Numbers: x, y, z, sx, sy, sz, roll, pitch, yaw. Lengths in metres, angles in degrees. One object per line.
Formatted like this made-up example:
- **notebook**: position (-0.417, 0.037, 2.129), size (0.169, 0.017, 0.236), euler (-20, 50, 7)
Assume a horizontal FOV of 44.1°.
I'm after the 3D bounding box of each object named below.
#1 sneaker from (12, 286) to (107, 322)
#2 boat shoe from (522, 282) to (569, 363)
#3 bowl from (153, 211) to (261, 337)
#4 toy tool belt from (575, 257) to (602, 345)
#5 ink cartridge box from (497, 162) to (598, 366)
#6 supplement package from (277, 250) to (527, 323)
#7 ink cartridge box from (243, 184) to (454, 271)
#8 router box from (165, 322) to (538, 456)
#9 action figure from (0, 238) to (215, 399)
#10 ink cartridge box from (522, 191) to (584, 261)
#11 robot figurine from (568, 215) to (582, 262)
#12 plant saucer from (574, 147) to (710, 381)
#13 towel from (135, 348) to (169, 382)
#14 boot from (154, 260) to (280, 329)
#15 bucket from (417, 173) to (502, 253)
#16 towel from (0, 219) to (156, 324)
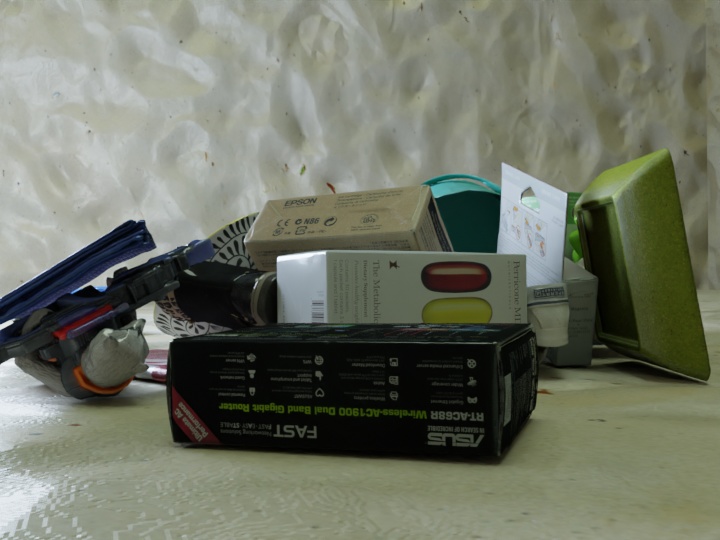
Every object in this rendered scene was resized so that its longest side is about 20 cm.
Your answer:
- **sneaker**: position (-0.468, 0.062, 1.419), size (0.198, 0.078, 0.111), euler (-5, -8, 25)
- **boat shoe**: position (0.155, 0.063, 0.879), size (0.070, 0.071, 0.200), euler (-5, -10, -14)
- **bowl**: position (-0.134, 0.036, 1.045), size (0.200, 0.094, 0.201), euler (-37, -20, -16)
- **toy tool belt**: position (0.279, 0.051, 1.051), size (0.124, 0.123, 0.200), euler (-36, -8, 3)
- **ink cartridge box**: position (0.195, -0.014, 0.951), size (0.043, 0.175, 0.200), euler (-1, 16, -10)
- **supplement package**: position (0.037, 0.040, 0.785), size (0.198, 0.115, 0.109), euler (-1, -1, -27)
- **ink cartridge box**: position (0.000, 0.000, 0.952), size (0.198, 0.165, 0.075), euler (-2, 44, 25)
- **router box**: position (0.002, 0.067, 0.552), size (0.198, 0.063, 0.150), euler (-1, 1, 18)
- **action figure**: position (-0.205, 0.053, 0.752), size (0.199, 0.105, 0.193), euler (-27, 15, -19)
- **ink cartridge box**: position (0.299, -0.006, 1.279), size (0.145, 0.202, 0.087), euler (-2, -2, -44)
- **robot figurine**: position (0.364, -0.002, 1.192), size (0.115, 0.200, 0.176), euler (-25, 26, 39)
- **plant saucer**: position (0.254, -0.001, 0.843), size (0.047, 0.202, 0.200), euler (-11, 0, -1)
- **towel**: position (-0.156, 0.089, 0.869), size (0.143, 0.023, 0.199), euler (-2, 1, -43)
- **boot**: position (-0.107, 0.038, 0.899), size (0.149, 0.074, 0.200), euler (10, -10, 24)
- **bucket**: position (0.128, -0.021, 1.151), size (0.205, 0.209, 0.135), euler (-1, 15, -4)
- **towel**: position (-0.241, 0.006, 0.766), size (0.144, 0.024, 0.200), euler (-32, 4, -10)
